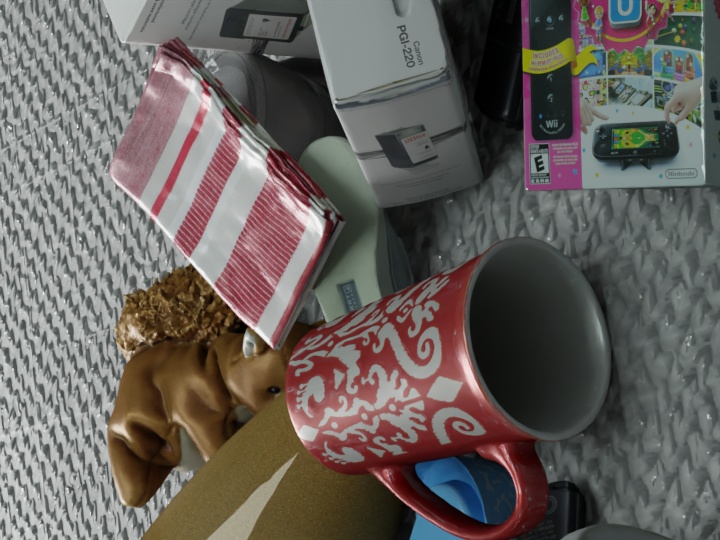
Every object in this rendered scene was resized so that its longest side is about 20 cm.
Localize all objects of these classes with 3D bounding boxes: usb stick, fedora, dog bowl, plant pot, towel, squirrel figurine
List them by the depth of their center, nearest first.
[{"bbox_3d":[0.120,0.234,1.455,0.055,0.033,0.201,-24,49,40],"label":"usb stick"},{"bbox_3d":[0.115,-0.195,1.500,0.055,0.032,0.201,42,126,57],"label":"usb stick"},{"bbox_3d":[0.064,0.220,1.588,0.111,0.049,0.201,45,128,47],"label":"dog bowl"},{"bbox_3d":[-0.103,-0.054,1.639,0.200,0.023,0.144,46,134,21],"label":"towel"},{"bbox_3d":[-0.043,0.178,1.664,0.201,0.186,0.187,-58,43,19],"label":"plant pot"},{"bbox_3d":[-0.086,-0.100,1.709,0.176,0.090,0.201,-36,43,15],"label":"fedora"},{"bbox_3d":[-0.109,0.069,1.780,0.186,0.141,0.201,-35,64,45],"label":"squirrel figurine"}]

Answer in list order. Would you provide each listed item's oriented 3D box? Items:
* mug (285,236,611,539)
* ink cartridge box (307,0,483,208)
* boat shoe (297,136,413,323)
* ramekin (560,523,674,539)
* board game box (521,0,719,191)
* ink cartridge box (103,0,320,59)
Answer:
[{"bbox_3d":[0.046,0.085,1.488,0.199,0.133,0.179,-19,48,46],"label":"mug"},{"bbox_3d":[0.020,-0.146,1.519,0.200,0.084,0.147,67,-171,-70],"label":"ink cartridge box"},{"bbox_3d":[0.001,0.000,1.640,0.070,0.071,0.202,-13,92,18],"label":"boat shoe"},{"bbox_3d":[0.172,0.231,1.296,0.202,0.201,0.095,48,118,46],"label":"ramekin"},{"bbox_3d":[0.170,-0.151,1.378,0.147,0.064,0.202,0,91,45],"label":"board game box"},{"bbox_3d":[-0.101,-0.242,1.696,0.084,0.199,0.146,-56,47,38],"label":"ink cartridge box"}]
